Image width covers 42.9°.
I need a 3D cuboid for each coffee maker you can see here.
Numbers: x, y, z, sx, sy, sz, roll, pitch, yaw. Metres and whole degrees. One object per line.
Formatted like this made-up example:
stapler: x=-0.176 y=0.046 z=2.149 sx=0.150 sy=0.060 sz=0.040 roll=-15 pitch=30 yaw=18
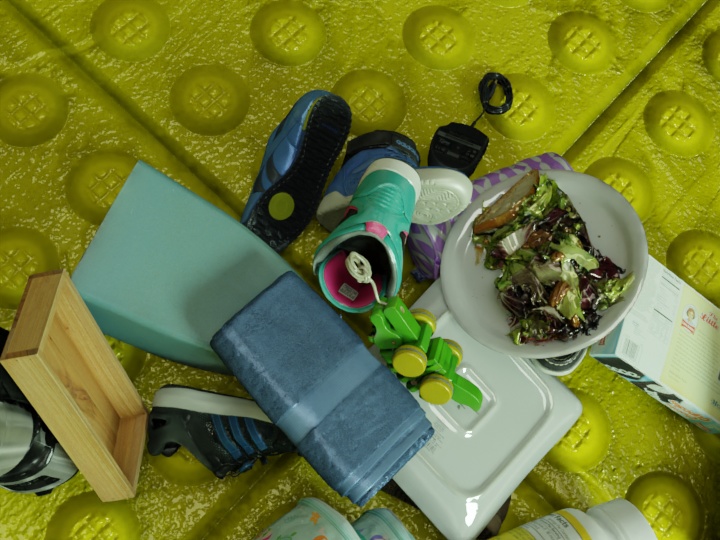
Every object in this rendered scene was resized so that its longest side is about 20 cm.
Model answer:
coffee maker: x=-0.321 y=0.098 z=0.802 sx=0.134 sy=0.200 sz=0.193 roll=10 pitch=79 yaw=7

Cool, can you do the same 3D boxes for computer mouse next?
computer mouse: x=0.126 y=-0.159 z=1.030 sx=0.058 sy=0.034 sz=0.200 roll=24 pitch=50 yaw=12

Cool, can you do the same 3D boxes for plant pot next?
plant pot: x=-0.162 y=0.018 z=0.897 sx=0.200 sy=0.141 sz=0.142 roll=27 pitch=70 yaw=-8

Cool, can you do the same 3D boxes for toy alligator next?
toy alligator: x=0.035 y=0.063 z=0.822 sx=0.200 sy=0.054 sz=0.059 roll=47 pitch=38 yaw=-22

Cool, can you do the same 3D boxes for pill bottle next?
pill bottle: x=0.177 y=0.294 z=0.861 sx=0.199 sy=0.114 sz=0.115 roll=-17 pitch=75 yaw=-13

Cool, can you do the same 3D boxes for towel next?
towel: x=-0.034 y=0.104 z=0.814 sx=0.112 sy=0.049 sz=0.200 roll=-38 pitch=82 yaw=-29

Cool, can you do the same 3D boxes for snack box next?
snack box: x=0.328 y=0.077 z=0.949 sx=0.200 sy=0.037 sz=0.116 roll=32 pitch=68 yaw=-27

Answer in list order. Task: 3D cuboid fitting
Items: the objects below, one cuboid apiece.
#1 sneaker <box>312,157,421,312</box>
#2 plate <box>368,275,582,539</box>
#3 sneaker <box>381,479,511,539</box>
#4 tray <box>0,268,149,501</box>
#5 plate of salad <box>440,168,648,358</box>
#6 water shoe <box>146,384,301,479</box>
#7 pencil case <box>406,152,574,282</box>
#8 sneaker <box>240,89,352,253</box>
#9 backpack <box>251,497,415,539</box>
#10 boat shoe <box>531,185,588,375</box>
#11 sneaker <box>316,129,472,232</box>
sneaker: x=0.000 y=0.000 z=0.876 sx=0.083 sy=0.200 sz=0.121 roll=22 pitch=50 yaw=4
plate: x=0.097 y=0.127 z=0.884 sx=0.200 sy=0.032 sz=0.200 roll=47 pitch=68 yaw=2
sneaker: x=0.059 y=0.189 z=0.915 sx=0.200 sy=0.070 sz=0.076 roll=34 pitch=54 yaw=-2
tray: x=-0.245 y=0.106 z=0.808 sx=0.037 sy=0.200 sz=0.099 roll=-10 pitch=42 yaw=6
plate of salad: x=0.170 y=-0.014 z=0.872 sx=0.199 sy=0.048 sz=0.201 roll=-9 pitch=62 yaw=18
water shoe: x=-0.110 y=0.163 z=0.878 sx=0.199 sy=0.071 sz=0.079 roll=8 pitch=81 yaw=20
pencil case: x=0.142 y=-0.059 z=0.987 sx=0.200 sy=0.084 sz=0.086 roll=-26 pitch=41 yaw=-14
sneaker: x=-0.081 y=-0.104 z=0.993 sx=0.066 sy=0.078 sz=0.200 roll=30 pitch=84 yaw=-35
backpack: x=-0.008 y=0.292 z=0.802 sx=0.151 sy=0.178 sz=0.200 roll=-41 pitch=83 yaw=-19
boat shoe: x=0.210 y=0.003 z=0.910 sx=0.074 sy=0.060 sz=0.200 roll=16 pitch=71 yaw=8
sneaker: x=0.042 y=-0.104 z=0.943 sx=0.077 sy=0.200 sz=0.111 roll=35 pitch=62 yaw=-30
